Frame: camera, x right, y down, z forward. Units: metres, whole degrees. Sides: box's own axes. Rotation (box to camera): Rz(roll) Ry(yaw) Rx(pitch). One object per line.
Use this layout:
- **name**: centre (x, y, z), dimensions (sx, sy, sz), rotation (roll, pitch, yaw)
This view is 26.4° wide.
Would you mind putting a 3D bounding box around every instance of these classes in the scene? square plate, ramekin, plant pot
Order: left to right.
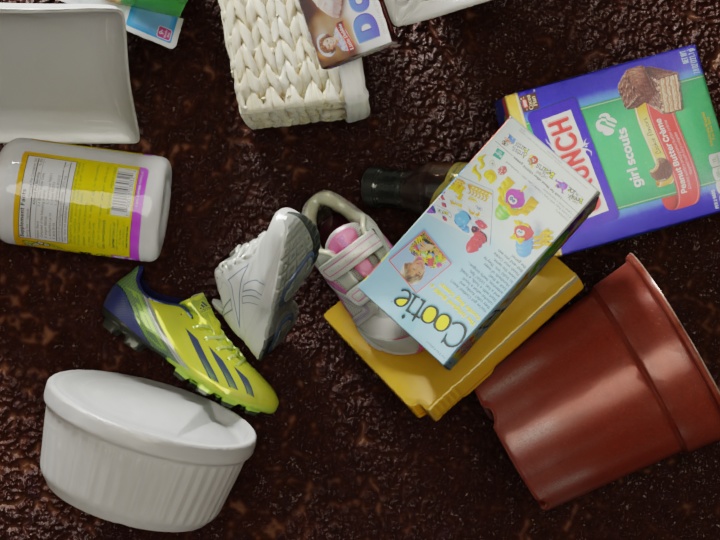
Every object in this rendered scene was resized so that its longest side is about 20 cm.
- **square plate**: centre (-0.314, -0.189, 1.453), dimensions (0.198, 0.200, 0.028), rotation (0, 58, -3)
- **ramekin**: centre (-0.204, 0.170, 1.430), dimensions (0.202, 0.202, 0.094), rotation (16, 97, -2)
- **plant pot**: centre (0.221, 0.117, 1.459), dimensions (0.195, 0.201, 0.201), rotation (-29, 89, 5)

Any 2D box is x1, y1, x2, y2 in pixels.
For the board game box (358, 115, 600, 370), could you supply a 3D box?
- **board game box**: centre (0.106, -0.020, 1.361), dimensions (0.105, 0.103, 0.200), rotation (42, 89, 9)

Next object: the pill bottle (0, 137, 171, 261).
- **pill bottle**: centre (-0.287, -0.071, 1.479), dimensions (0.200, 0.104, 0.104), rotation (8, 87, -2)

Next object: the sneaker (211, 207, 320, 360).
- **sneaker**: centre (-0.098, 0.007, 1.450), dimensions (0.087, 0.200, 0.075), rotation (36, 50, 10)

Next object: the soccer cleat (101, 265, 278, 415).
- **soccer cleat**: centre (-0.158, 0.069, 1.498), dimensions (0.200, 0.065, 0.084), rotation (33, 84, 0)

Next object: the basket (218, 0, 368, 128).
- **basket**: centre (-0.067, -0.241, 1.478), dimensions (0.123, 0.136, 0.200), rotation (-10, 88, 1)

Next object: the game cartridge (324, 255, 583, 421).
- **game cartridge**: centre (0.087, 0.031, 1.479), dimensions (0.200, 0.032, 0.176), rotation (-42, 49, -3)

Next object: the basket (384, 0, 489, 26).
- **basket**: centre (0.065, -0.356, 1.458), dimensions (0.135, 0.123, 0.200), rotation (-15, 115, 19)

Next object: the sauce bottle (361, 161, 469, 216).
- **sauce bottle**: centre (0.097, -0.072, 1.483), dimensions (0.200, 0.066, 0.066), rotation (6, 86, 30)

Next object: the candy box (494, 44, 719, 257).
- **candy box**: centre (0.251, -0.115, 1.520), dimensions (0.200, 0.077, 0.169), rotation (-16, 89, -2)

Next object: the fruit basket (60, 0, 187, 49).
- **fruit basket**: centre (-0.250, -0.315, 1.461), dimensions (0.200, 0.094, 0.185), rotation (26, 46, -21)

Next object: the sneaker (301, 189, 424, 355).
- **sneaker**: centre (0.000, 0.000, 1.459), dimensions (0.081, 0.088, 0.200), rotation (-42, 60, -4)

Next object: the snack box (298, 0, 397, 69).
- **snack box**: centre (-0.032, -0.287, 1.383), dimensions (0.072, 0.024, 0.200), rotation (-19, 89, 17)
